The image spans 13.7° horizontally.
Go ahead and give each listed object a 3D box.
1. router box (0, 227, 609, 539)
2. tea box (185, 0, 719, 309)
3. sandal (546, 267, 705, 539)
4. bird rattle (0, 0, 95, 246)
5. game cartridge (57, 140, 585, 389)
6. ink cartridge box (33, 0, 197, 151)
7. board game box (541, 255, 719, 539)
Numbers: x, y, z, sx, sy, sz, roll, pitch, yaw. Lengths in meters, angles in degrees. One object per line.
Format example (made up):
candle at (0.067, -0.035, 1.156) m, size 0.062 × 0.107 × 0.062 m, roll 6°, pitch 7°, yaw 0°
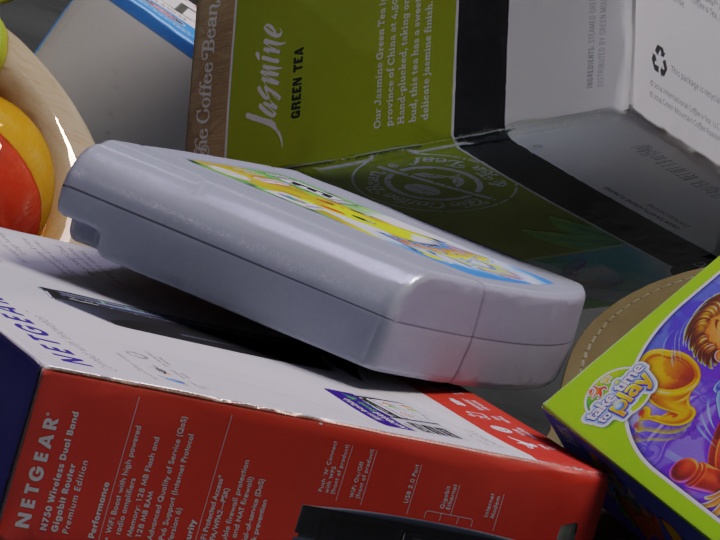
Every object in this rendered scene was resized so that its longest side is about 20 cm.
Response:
router box at (-0.053, 0.039, 0.879) m, size 0.179 × 0.049 × 0.200 m, roll 13°, pitch 8°, yaw -30°
tea box at (0.070, -0.076, 1.137) m, size 0.196 × 0.135 × 0.200 m, roll -8°, pitch -20°, yaw 35°
sandal at (0.097, 0.070, 0.969) m, size 0.077 × 0.070 × 0.212 m, roll 7°, pitch 26°, yaw 21°
bird rattle at (-0.148, -0.048, 0.998) m, size 0.163 × 0.112 × 0.200 m, roll 47°, pitch 28°, yaw -12°
game cartridge at (0.000, 0.000, 0.963) m, size 0.133 × 0.041 × 0.200 m, roll 26°, pitch 7°, yaw 17°
ink cartridge box at (-0.073, -0.060, 1.306) m, size 0.146 × 0.085 × 0.200 m, roll 34°, pitch 7°, yaw -5°
board game box at (0.168, 0.018, 0.837) m, size 0.134 × 0.200 × 0.045 m, roll 38°, pitch -16°, yaw 52°
